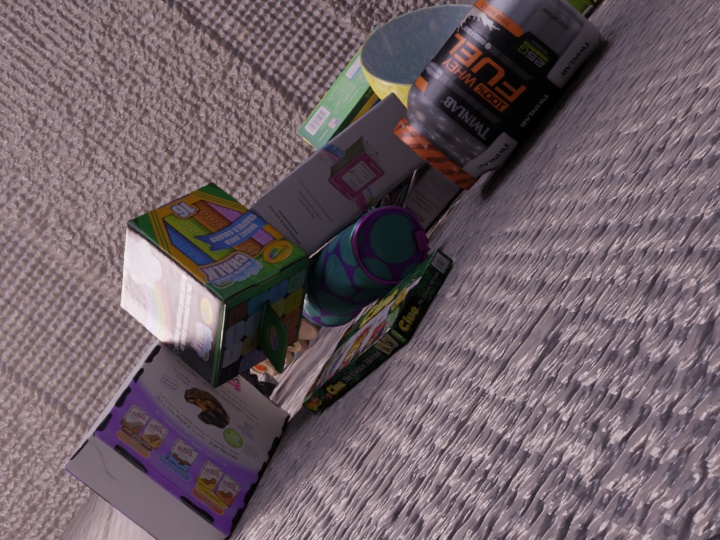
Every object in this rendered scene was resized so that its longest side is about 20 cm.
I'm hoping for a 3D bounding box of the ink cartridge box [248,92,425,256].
[{"bbox_3d":[-0.026,-0.093,1.551,0.200,0.085,0.145,-38,2,-14],"label":"ink cartridge box"}]

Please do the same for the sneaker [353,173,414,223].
[{"bbox_3d":[0.036,-0.100,1.728,0.200,0.075,0.079,-51,-3,8],"label":"sneaker"}]

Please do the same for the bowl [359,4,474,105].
[{"bbox_3d":[0.106,-0.251,1.846,0.200,0.199,0.108,-59,-34,-41],"label":"bowl"}]

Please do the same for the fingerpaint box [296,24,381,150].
[{"bbox_3d":[0.032,-0.232,2.094,0.200,0.167,0.073,-52,47,5],"label":"fingerpaint box"}]

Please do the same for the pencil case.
[{"bbox_3d":[0.000,0.000,1.470,0.200,0.092,0.085,146,123,-64],"label":"pencil case"}]

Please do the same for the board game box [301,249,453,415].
[{"bbox_3d":[0.013,0.061,1.342,0.105,0.023,0.200,-55,7,-36],"label":"board game box"}]

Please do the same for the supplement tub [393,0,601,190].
[{"bbox_3d":[0.130,-0.185,1.379,0.200,0.122,0.123,-53,7,9],"label":"supplement tub"}]

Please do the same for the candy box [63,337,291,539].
[{"bbox_3d":[-0.183,0.175,1.461,0.072,0.168,0.200,-46,9,35],"label":"candy box"}]

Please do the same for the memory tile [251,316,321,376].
[{"bbox_3d":[-0.143,0.074,1.785,0.200,0.153,0.017,-46,21,57],"label":"memory tile"}]

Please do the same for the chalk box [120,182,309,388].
[{"bbox_3d":[-0.136,0.025,1.460,0.124,0.200,0.125,-30,-34,-39],"label":"chalk box"}]

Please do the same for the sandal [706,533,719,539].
[{"bbox_3d":[0.092,0.120,0.402,0.200,0.043,0.076,-50,7,24],"label":"sandal"}]

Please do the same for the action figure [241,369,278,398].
[{"bbox_3d":[-0.156,0.121,1.733,0.102,0.200,0.119,-30,-50,-32],"label":"action figure"}]

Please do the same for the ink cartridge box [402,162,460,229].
[{"bbox_3d":[0.061,-0.079,1.629,0.200,0.057,0.163,-45,9,21],"label":"ink cartridge box"}]

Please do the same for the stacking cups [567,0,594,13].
[{"bbox_3d":[0.202,-0.273,1.593,0.200,0.060,0.061,-50,7,23],"label":"stacking cups"}]
